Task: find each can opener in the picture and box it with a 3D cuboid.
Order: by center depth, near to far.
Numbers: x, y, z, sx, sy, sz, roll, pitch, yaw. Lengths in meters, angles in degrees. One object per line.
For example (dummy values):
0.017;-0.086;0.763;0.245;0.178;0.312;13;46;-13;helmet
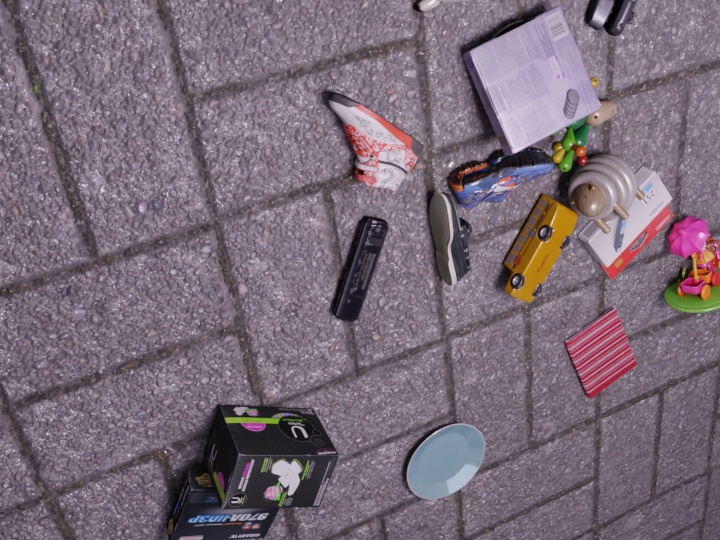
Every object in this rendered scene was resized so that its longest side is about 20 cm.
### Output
0.475;-0.510;1.380;0.078;0.063;0.202;17;107;-32;can opener

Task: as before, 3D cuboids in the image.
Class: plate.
0.185;0.417;1.739;0.198;0.026;0.203;-12;120;-22;plate

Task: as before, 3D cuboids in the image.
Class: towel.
0.553;0.191;1.811;0.144;0.023;0.201;-34;124;-4;towel

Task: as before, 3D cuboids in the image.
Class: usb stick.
0.000;0.000;1.424;0.055;0.033;0.202;10;110;-23;usb stick

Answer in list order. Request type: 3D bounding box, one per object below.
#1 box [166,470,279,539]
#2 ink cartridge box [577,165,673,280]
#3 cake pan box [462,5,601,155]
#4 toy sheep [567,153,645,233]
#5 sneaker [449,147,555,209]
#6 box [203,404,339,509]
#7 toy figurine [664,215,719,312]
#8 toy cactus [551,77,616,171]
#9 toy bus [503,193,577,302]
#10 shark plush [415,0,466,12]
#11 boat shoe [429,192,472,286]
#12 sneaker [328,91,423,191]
-0.253;0.449;1.501;0.198;0.046;0.160;8;124;-30;box
0.574;-0.089;1.662;0.200;0.045;0.176;-47;125;2;ink cartridge box
0.292;-0.326;1.347;0.183;0.052;0.202;-29;101;-10;cake pan box
0.470;-0.158;1.516;0.200;0.137;0.140;-38;134;-46;toy sheep
0.260;-0.170;1.446;0.197;0.076;0.079;-16;134;-1;sneaker
-0.167;0.341;1.444;0.198;0.149;0.126;9;113;-30;box
0.750;-0.038;1.740;0.199;0.149;0.186;-35;119;-33;toy figurine
0.414;-0.285;1.459;0.164;0.102;0.203;-20;115;-28;toy cactus
0.347;-0.042;1.549;0.065;0.078;0.202;19;106;-34;toy bus
0.165;-0.477;1.242;0.198;0.091;0.084;-16;91;-13;shark plush
0.176;-0.065;1.454;0.065;0.074;0.201;-23;124;-16;boat shoe
0.009;-0.204;1.301;0.200;0.067;0.109;25;100;-37;sneaker
